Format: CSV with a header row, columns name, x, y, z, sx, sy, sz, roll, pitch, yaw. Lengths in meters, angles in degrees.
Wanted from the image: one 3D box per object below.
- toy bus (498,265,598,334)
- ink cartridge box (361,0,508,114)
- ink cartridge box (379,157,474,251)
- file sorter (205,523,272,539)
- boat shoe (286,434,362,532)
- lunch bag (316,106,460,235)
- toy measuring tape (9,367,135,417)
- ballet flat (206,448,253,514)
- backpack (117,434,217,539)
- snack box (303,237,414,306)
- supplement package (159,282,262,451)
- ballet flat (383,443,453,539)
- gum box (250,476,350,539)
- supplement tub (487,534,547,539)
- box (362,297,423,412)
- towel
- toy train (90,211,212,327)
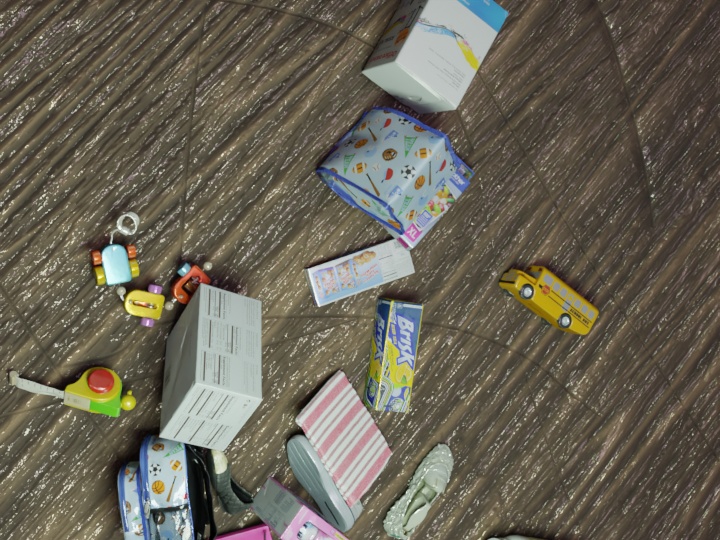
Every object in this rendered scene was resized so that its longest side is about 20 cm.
name,x,y,z,sx,sy,sz,roll,pitch,yaw
toy bus,0.367,0.055,1.898,0.200,0.065,0.078,36,80,-22
ink cartridge box,0.128,-0.399,1.715,0.144,0.147,0.200,32,81,-22
ink cartridge box,0.112,-0.149,1.774,0.119,0.042,0.200,43,75,-5
file sorter,-0.198,0.560,1.642,0.138,0.125,0.201,-14,100,-2
boat shoe,-0.063,0.370,1.746,0.067,0.073,0.201,-39,110,-45
lunch bag,0.042,-0.183,1.684,0.170,0.200,0.124,-50,147,-12
toy measuring tape,-0.455,0.180,1.563,0.199,0.074,0.074,17,87,-6
ballet flat,-0.220,0.345,1.625,0.057,0.067,0.200,-15,144,-7
backpack,-0.311,0.357,1.576,0.153,0.200,0.191,0,91,-10
snack box,0.000,0.000,1.758,0.199,0.024,0.072,-19,101,-21
supplement package,-0.236,0.154,1.548,0.111,0.156,0.200,18,42,-23
ballet flat,0.122,0.420,1.822,0.072,0.072,0.200,40,78,-21
gum box,-0.102,0.429,1.651,0.113,0.200,0.066,40,79,-19
supplement tub,0.336,0.592,1.885,0.199,0.145,0.146,15,88,-23
box,0.059,0.153,1.774,0.070,0.064,0.201,8,90,-24
towel,-0.030,0.298,1.735,0.146,0.030,0.200,-45,110,-46
toy train,-0.346,0.003,1.595,0.200,0.056,0.150,43,76,-23
